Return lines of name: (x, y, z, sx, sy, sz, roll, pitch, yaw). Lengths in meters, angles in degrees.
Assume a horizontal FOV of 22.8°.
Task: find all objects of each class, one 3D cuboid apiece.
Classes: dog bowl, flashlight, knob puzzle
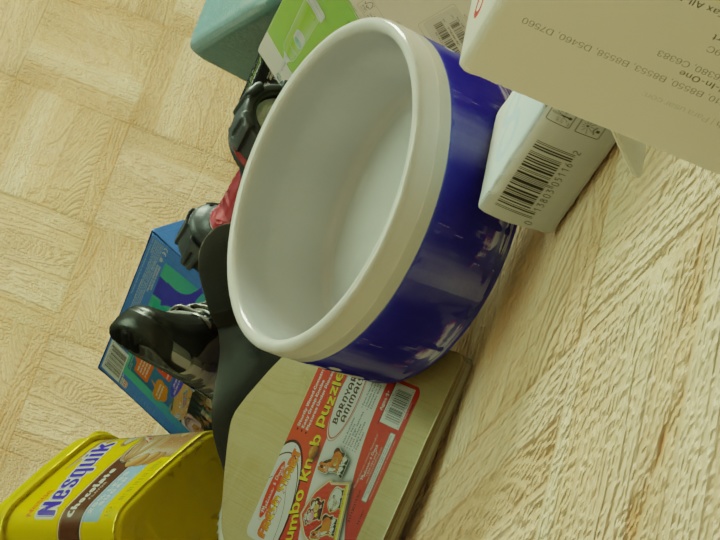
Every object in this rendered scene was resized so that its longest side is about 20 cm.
dog bowl: (0.006, -0.039, 1.034, 0.200, 0.078, 0.201, -38, 43, 45)
flashlight: (-0.091, -0.063, 1.343, 0.200, 0.068, 0.068, -50, 58, 52)
knob puzzle: (-0.020, 0.116, 1.083, 0.219, 0.030, 0.221, -32, 45, 39)

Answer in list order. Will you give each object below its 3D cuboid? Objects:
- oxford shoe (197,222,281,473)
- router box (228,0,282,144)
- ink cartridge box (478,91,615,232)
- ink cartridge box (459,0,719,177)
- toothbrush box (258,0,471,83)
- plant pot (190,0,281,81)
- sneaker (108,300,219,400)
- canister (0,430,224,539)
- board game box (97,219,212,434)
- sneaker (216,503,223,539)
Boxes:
oxford shoe: (-0.064, 0.069, 1.243, 0.071, 0.071, 0.201, 17, -113, -72)
router box: (-0.011, -0.165, 1.507, 0.062, 0.149, 0.200, -80, 13, -44)
ink cartridge box: (0.122, -0.143, 0.935, 0.160, 0.047, 0.201, 119, 166, -50)
ink cartridge box: (0.125, -0.137, 0.629, 0.200, 0.125, 0.129, 122, 166, -51)
toothbrush box: (0.015, -0.149, 1.258, 0.086, 0.146, 0.200, -32, -5, -20)
plant pot: (-0.001, -0.263, 1.593, 0.200, 0.196, 0.197, -19, 49, 59)
sneaker: (-0.108, 0.028, 1.306, 0.116, 0.075, 0.200, -61, -22, -7)
canister: (-0.193, 0.194, 1.444, 0.199, 0.087, 0.148, -11, 24, 50)
board game box: (-0.114, 0.079, 1.459, 0.045, 0.200, 0.153, -21, -35, -51)
sneaker: (-0.048, 0.135, 1.278, 0.100, 0.069, 0.201, 126, 159, -43)
